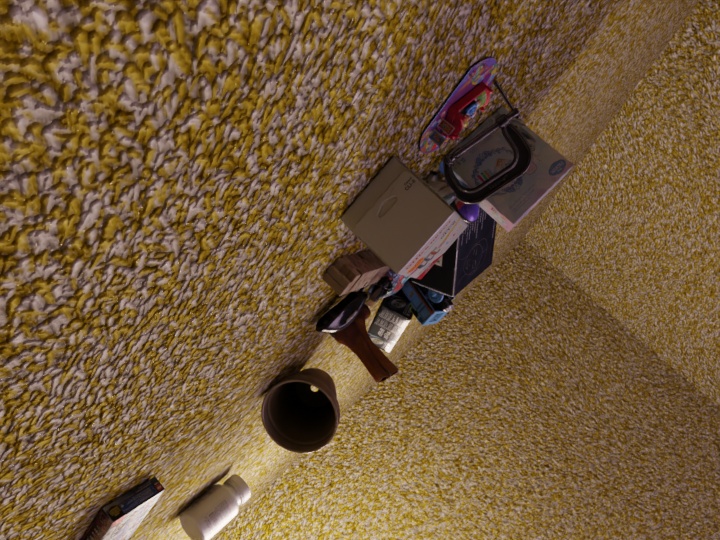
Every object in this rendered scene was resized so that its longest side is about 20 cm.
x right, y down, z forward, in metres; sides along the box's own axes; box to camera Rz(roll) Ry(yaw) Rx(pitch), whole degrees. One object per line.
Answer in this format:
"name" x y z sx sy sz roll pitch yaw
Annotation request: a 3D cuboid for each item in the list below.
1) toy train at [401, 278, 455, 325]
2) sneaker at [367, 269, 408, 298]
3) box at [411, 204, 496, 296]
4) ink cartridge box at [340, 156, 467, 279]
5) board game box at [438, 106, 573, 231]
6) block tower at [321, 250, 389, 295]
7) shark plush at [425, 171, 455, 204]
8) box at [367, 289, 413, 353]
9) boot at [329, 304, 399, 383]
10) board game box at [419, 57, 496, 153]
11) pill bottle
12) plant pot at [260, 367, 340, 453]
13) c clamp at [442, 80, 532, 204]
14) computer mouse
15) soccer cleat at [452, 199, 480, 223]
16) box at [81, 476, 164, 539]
"toy train" 0.156 0.039 1.528 0.086 0.200 0.114 -3 140 -49
"sneaker" 0.084 0.007 1.468 0.095 0.079 0.200 -28 157 -46
"box" 0.223 -0.079 1.403 0.196 0.123 0.201 -31 132 -43
"ink cartridge box" 0.084 -0.086 1.073 0.145 0.145 0.200 -48 165 9
"board game box" 0.301 -0.214 1.248 0.200 0.199 0.043 -42 165 -17
"block tower" 0.000 0.000 1.246 0.054 0.058 0.200 -52 167 24
"shark plush" 0.122 -0.110 1.243 0.091 0.083 0.200 -29 158 -51
"box" 0.098 0.106 1.663 0.164 0.086 0.200 -63 178 -36
"boot" 0.028 0.180 1.523 0.069 0.200 0.188 -52 165 20
"board game box" 0.187 -0.277 1.064 0.200 0.039 0.158 -52 165 21
"pill bottle" -0.434 0.715 1.813 0.200 0.114 0.115 -33 161 -44
"plant pot" -0.138 0.339 1.559 0.200 0.200 0.174 -51 -178 18
"c clamp" 0.240 -0.234 1.169 0.200 0.171 0.027 -40 -175 21
"computer mouse" -0.006 0.085 1.349 0.200 0.046 0.140 -43 -162 -13
"soccer cleat" 0.243 -0.186 1.285 0.073 0.068 0.201 -42 -157 45
"box" -0.504 0.526 1.238 0.200 0.040 0.137 -53 164 25
